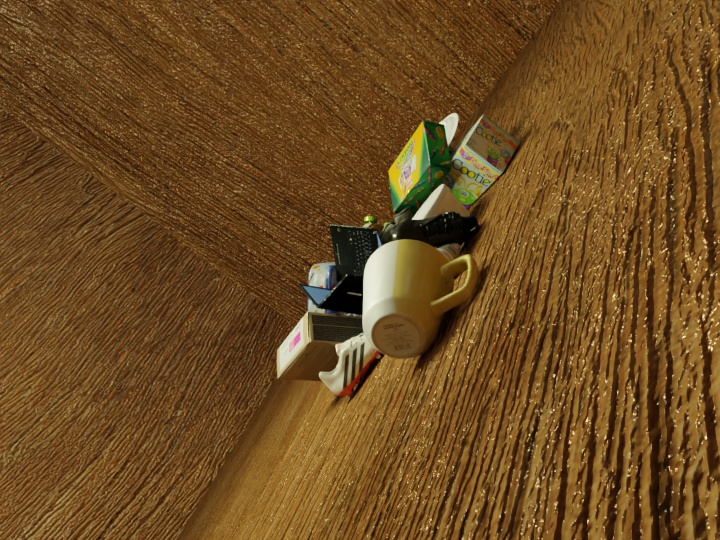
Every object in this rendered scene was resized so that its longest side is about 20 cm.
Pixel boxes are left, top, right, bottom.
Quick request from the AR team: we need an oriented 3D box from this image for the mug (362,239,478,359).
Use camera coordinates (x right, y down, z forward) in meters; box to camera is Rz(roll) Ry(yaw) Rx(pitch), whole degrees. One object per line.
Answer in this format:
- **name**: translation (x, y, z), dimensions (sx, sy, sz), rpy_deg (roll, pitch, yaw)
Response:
- **mug**: translation (0.074, 0.042, 1.179), dimensions (0.188, 0.148, 0.154), rpy_deg (-59, 8, 34)

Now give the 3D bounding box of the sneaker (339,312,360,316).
- **sneaker**: translation (-0.019, 0.121, 1.890), dimensions (0.077, 0.084, 0.202), rpy_deg (-49, 21, 50)

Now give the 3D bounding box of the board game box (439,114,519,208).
- **board game box**: translation (0.247, -0.230, 1.710), dimensions (0.103, 0.104, 0.200), rpy_deg (-56, 3, -31)

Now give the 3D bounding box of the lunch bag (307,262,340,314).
- **lunch bag**: translation (-0.078, 0.061, 1.939), dimensions (0.200, 0.074, 0.163), rpy_deg (-9, -81, -77)

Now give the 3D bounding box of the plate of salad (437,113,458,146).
- **plate of salad**: translation (0.182, -0.284, 1.843), dimensions (0.201, 0.048, 0.201), rpy_deg (-53, 17, 25)

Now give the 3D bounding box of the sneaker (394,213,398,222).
- **sneaker**: translation (0.128, -0.097, 1.969), dimensions (0.073, 0.111, 0.200), rpy_deg (-53, 4, 26)

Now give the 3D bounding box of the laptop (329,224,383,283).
- **laptop**: translation (0.000, 0.000, 1.764), dimensions (0.103, 0.198, 0.180), rpy_deg (-37, -53, -51)

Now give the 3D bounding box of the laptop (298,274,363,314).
- **laptop**: translation (-0.006, 0.036, 1.616), dimensions (0.200, 0.175, 0.104), rpy_deg (-47, 43, 45)

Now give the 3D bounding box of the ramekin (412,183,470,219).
- **ramekin**: translation (0.148, -0.072, 1.610), dimensions (0.203, 0.094, 0.202), rpy_deg (-53, 4, 5)

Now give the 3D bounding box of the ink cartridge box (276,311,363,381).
- **ink cartridge box**: translation (-0.071, 0.167, 1.641), dimensions (0.200, 0.163, 0.076), rpy_deg (131, 140, -51)

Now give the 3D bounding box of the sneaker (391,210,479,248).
- **sneaker**: translation (0.139, -0.075, 1.414), dimensions (0.199, 0.077, 0.091), rpy_deg (-13, -14, -43)

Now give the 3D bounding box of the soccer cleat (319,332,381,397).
- **soccer cleat**: translation (-0.003, 0.155, 1.524), dimensions (0.201, 0.085, 0.069), rpy_deg (-55, 3, -1)

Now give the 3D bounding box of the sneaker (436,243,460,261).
- **sneaker**: translation (0.123, 0.021, 1.420), dimensions (0.082, 0.075, 0.200), rpy_deg (-35, -5, -43)

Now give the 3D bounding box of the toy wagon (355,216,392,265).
- **toy wagon**: translation (0.063, -0.042, 1.900), dimensions (0.039, 0.198, 0.157), rpy_deg (-4, 77, 48)

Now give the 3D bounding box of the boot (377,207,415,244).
- **boot**: translation (0.089, -0.040, 1.789), dimensions (0.201, 0.130, 0.068), rpy_deg (-53, 4, 15)

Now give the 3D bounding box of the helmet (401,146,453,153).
- **helmet**: translation (0.183, -0.249, 2.014), dimensions (0.201, 0.190, 0.200), rpy_deg (-53, 4, 6)

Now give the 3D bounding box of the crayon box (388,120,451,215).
- **crayon box**: translation (0.131, -0.227, 1.741), dimensions (0.200, 0.058, 0.120), rpy_deg (128, 142, -55)
